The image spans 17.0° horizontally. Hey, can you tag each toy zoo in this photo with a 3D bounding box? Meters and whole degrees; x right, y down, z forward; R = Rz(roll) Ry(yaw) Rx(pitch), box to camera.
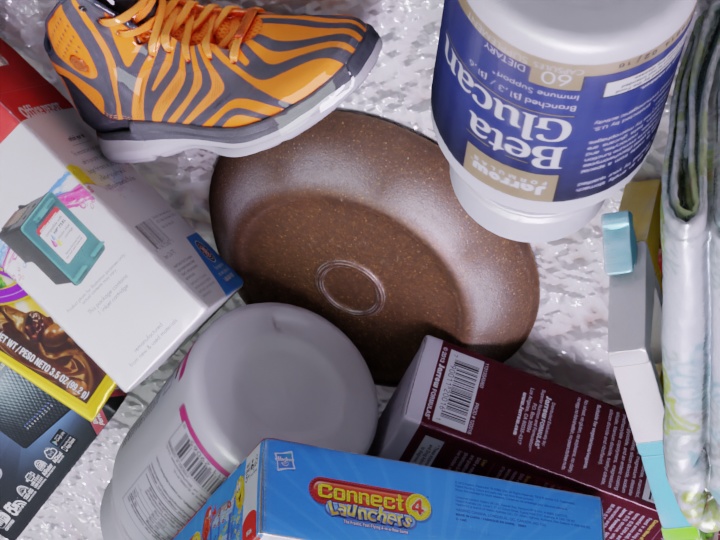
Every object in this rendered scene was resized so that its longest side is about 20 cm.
[{"bbox_3d":[0.154,0.047,1.228,0.020,0.131,0.200,-7,128,17],"label":"toy zoo"}]

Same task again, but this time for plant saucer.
[{"bbox_3d":[0.000,0.000,1.341,0.200,0.037,0.201,16,137,16],"label":"plant saucer"}]

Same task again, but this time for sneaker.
[{"bbox_3d":[-0.090,-0.119,1.240,0.199,0.078,0.112,-11,126,37],"label":"sneaker"}]

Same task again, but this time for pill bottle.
[{"bbox_3d":[-0.077,0.110,1.388,0.113,0.114,0.200,34,144,-5],"label":"pill bottle"},{"bbox_3d":[0.090,-0.095,1.123,0.111,0.111,0.200,22,153,9],"label":"pill bottle"}]

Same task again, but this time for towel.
[{"bbox_3d":[0.167,-0.005,1.139,0.048,0.172,0.200,4,134,12],"label":"towel"}]

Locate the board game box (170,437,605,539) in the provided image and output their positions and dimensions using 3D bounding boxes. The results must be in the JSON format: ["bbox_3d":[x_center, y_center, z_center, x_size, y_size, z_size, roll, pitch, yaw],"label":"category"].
[{"bbox_3d":[0.002,0.170,1.321,0.199,0.056,0.196,12,149,-21],"label":"board game box"}]

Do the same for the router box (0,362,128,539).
[{"bbox_3d":[-0.235,0.071,1.523,0.150,0.062,0.200,35,139,-5],"label":"router box"}]

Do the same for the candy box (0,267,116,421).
[{"bbox_3d":[-0.211,-0.009,1.414,0.200,0.102,0.026,34,-178,-6],"label":"candy box"}]

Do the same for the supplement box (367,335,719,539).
[{"bbox_3d":[0.107,0.118,1.351,0.199,0.061,0.109,21,144,-5],"label":"supplement box"}]

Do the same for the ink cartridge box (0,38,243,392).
[{"bbox_3d":[-0.163,-0.035,1.304,0.200,0.116,0.067,45,100,0],"label":"ink cartridge box"}]
